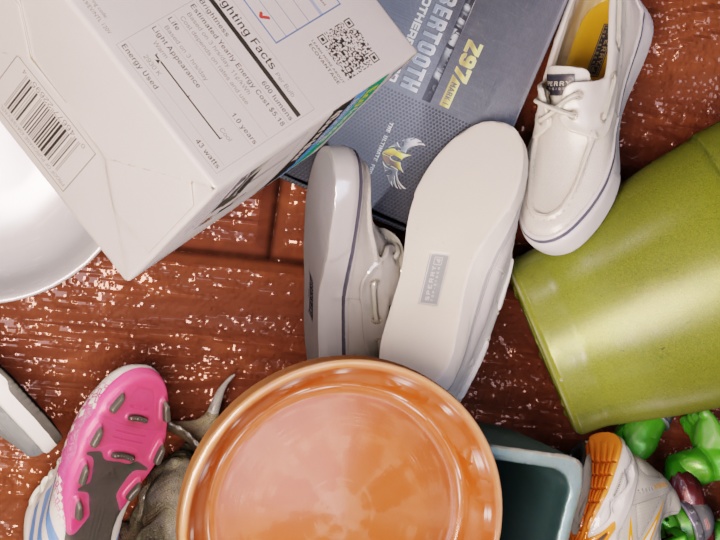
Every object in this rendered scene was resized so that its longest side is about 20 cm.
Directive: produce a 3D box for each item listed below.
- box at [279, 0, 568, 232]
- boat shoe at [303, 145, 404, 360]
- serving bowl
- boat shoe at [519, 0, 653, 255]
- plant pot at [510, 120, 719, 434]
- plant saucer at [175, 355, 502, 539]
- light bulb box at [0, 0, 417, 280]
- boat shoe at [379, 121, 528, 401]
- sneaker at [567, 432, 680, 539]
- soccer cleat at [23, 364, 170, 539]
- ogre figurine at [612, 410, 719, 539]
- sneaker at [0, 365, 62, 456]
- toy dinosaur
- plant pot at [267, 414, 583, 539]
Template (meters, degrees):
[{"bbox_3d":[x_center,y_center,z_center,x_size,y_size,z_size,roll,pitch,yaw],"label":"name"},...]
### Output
[{"bbox_3d":[0.033,-0.134,1.406,0.157,0.051,0.201,23,95,-19],"label":"box"},{"bbox_3d":[0.000,0.000,1.383,0.065,0.072,0.201,-6,127,-11],"label":"boat shoe"},{"bbox_3d":[-0.243,-0.083,1.334,0.199,0.066,0.201,-3,102,-14],"label":"serving bowl"},{"bbox_3d":[0.143,-0.111,1.395,0.070,0.071,0.201,41,63,-49],"label":"boat shoe"},{"bbox_3d":[0.210,0.018,1.425,0.192,0.200,0.201,-23,106,3],"label":"plant pot"},{"bbox_3d":[-0.013,0.148,1.250,0.199,0.032,0.202,-3,103,-15],"label":"plant saucer"},{"bbox_3d":[-0.110,-0.138,1.257,0.199,0.125,0.200,52,48,1],"label":"light bulb box"},{"bbox_3d":[0.069,0.001,1.372,0.072,0.069,0.201,3,66,22],"label":"boat shoe"},{"bbox_3d":[0.163,0.216,1.390,0.092,0.076,0.201,30,74,-26],"label":"sneaker"},{"bbox_3d":[-0.188,0.146,1.379,0.070,0.086,0.201,8,106,-39],"label":"soccer cleat"},{"bbox_3d":[0.222,0.179,1.497,0.119,0.098,0.201,-23,118,-21],"label":"ogre figurine"},{"bbox_3d":[-0.300,0.083,1.341,0.200,0.084,0.121,41,84,-11],"label":"sneaker"},{"bbox_3d":[-0.122,0.171,1.383,0.077,0.201,0.103,11,136,-7],"label":"toy dinosaur"},{"bbox_3d":[0.008,0.178,1.383,0.195,0.200,0.197,10,99,-16],"label":"plant pot"}]
